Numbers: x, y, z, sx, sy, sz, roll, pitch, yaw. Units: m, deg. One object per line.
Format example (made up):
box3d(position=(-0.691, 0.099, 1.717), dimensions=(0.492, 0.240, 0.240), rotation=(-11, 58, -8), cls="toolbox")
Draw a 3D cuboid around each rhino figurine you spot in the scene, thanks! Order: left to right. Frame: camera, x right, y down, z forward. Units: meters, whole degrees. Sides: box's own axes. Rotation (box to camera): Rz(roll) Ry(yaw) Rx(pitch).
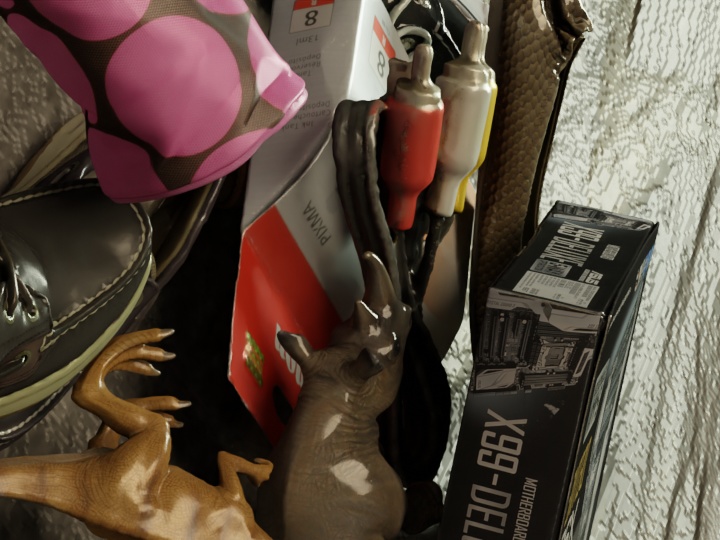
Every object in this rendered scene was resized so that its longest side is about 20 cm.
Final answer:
box3d(position=(-0.009, 0.090, 1.145), dimensions=(0.087, 0.060, 0.200), rotation=(-10, 112, -58), cls="rhino figurine")

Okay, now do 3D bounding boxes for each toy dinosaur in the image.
box3d(position=(-0.089, 0.076, 1.057), dimensions=(0.200, 0.060, 0.106), rotation=(15, 44, -19), cls="toy dinosaur")

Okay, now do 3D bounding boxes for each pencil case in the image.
box3d(position=(-0.111, -0.112, 1.032), dimensions=(0.200, 0.094, 0.091), rotation=(52, 40, -12), cls="pencil case")

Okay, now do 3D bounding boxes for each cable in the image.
box3d(position=(0.024, -0.001, 1.190), dimensions=(0.097, 0.050, 0.200), rotation=(-24, 117, -62), cls="cable")

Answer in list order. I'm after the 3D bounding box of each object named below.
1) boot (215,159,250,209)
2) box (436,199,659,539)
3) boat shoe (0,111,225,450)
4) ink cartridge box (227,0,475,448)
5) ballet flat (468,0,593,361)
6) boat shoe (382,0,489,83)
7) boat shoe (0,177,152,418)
box3d(position=(-0.095, -0.117, 1.217), dimensions=(0.075, 0.074, 0.200), rotation=(-16, 89, -25), cls="boot")
box3d(position=(0.074, 0.066, 1.213), dimensions=(0.200, 0.050, 0.158), rotation=(-44, 146, -75), cls="box")
box3d(position=(-0.108, -0.004, 1.118), dimensions=(0.072, 0.065, 0.200), rotation=(57, 37, -19), cls="boat shoe")
box3d(position=(0.000, 0.000, 1.225), dimensions=(0.162, 0.050, 0.200), rotation=(61, 25, -49), cls="ink cartridge box")
box3d(position=(0.075, -0.039, 1.307), dimensions=(0.067, 0.046, 0.200), rotation=(-68, 161, -75), cls="ballet flat")
box3d(position=(0.003, -0.118, 1.318), dimensions=(0.199, 0.074, 0.068), rotation=(54, 33, -18), cls="boat shoe")
box3d(position=(-0.144, 0.015, 1.012), dimensions=(0.201, 0.066, 0.072), rotation=(-28, 76, -36), cls="boat shoe")
